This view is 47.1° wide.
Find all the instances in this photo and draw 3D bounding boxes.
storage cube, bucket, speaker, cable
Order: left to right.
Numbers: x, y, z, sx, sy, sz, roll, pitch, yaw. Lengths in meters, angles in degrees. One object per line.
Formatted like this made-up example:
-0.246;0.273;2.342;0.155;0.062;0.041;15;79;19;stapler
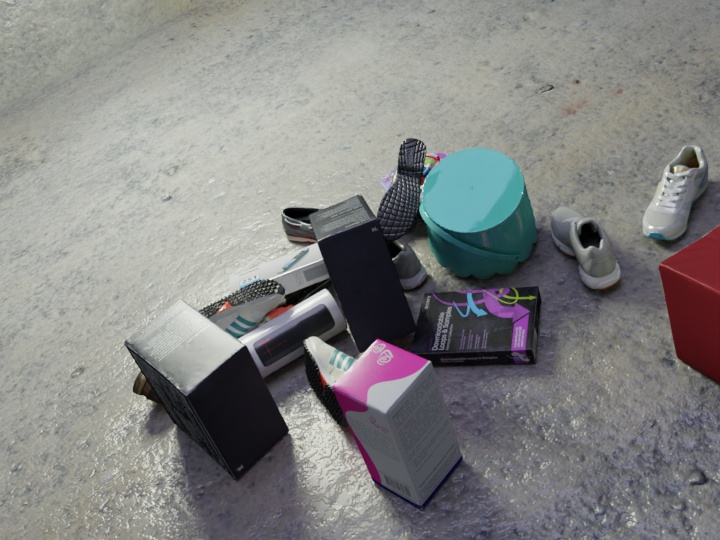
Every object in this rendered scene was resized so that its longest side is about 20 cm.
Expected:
-0.126;0.114;1.417;0.199;0.082;0.081;-29;38;-11;speaker
-0.116;0.048;1.516;0.199;0.051;0.097;-36;39;-16;cable
0.202;-0.101;1.434;0.205;0.135;0.209;-8;57;13;bucket
0.529;0.050;1.090;0.170;0.201;0.180;-31;32;-12;storage cube

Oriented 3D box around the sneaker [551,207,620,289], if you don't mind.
0.371;-0.063;1.370;0.075;0.093;0.201;-21;37;0;sneaker

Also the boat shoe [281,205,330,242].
-0.073;-0.096;1.661;0.198;0.062;0.073;3;41;27;boat shoe

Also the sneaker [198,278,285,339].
-0.204;0.088;1.452;0.198;0.094;0.071;-24;23;18;sneaker

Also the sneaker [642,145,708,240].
0.529;-0.130;1.397;0.076;0.081;0.200;13;50;34;sneaker

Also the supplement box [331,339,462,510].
0.053;0.208;1.117;0.101;0.201;0.103;20;53;40;supplement box

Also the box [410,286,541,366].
0.186;0.090;1.334;0.198;0.036;0.144;-6;40;21;box

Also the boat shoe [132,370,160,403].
-0.321;0.162;1.475;0.067;0.072;0.200;31;45;7;boat shoe

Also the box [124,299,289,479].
-0.237;0.183;1.291;0.123;0.201;0.198;-39;41;-23;box

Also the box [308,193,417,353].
0.000;0.000;1.359;0.103;0.202;0.182;-22;18;-2;box

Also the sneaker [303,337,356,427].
-0.023;0.168;1.315;0.092;0.071;0.200;-13;32;-20;sneaker

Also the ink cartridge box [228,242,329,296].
-0.150;-0.003;1.559;0.198;0.045;0.176;-21;22;-1;ink cartridge box

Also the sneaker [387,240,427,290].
0.031;-0.034;1.512;0.199;0.093;0.076;13;49;38;sneaker

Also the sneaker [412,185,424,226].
0.132;-0.119;1.581;0.198;0.075;0.085;-26;35;-4;sneaker

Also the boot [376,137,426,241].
0.080;-0.129;1.502;0.067;0.131;0.202;16;74;7;boot

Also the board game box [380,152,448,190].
0.129;-0.201;1.709;0.157;0.039;0.200;-25;38;-5;board game box
